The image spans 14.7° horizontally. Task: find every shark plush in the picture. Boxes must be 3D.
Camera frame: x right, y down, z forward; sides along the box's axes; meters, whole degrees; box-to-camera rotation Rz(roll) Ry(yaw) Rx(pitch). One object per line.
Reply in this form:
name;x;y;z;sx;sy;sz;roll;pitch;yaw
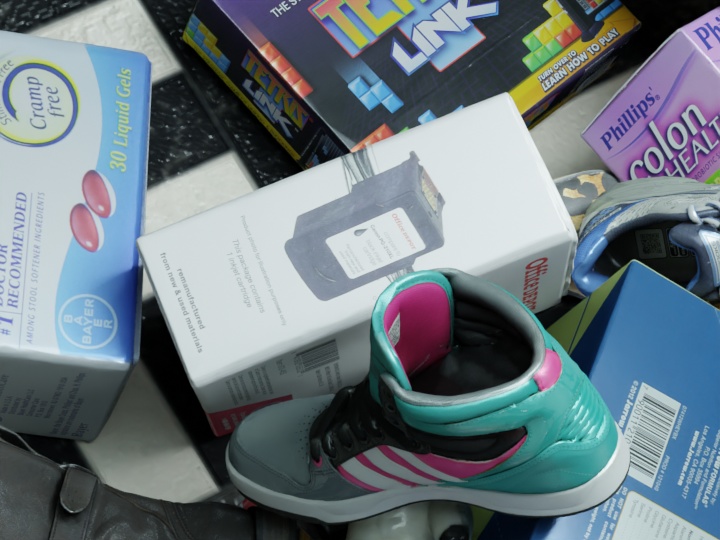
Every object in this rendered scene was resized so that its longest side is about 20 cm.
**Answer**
shark plush;0.024;0.104;1.427;0.091;0.083;0.200;4;41;10

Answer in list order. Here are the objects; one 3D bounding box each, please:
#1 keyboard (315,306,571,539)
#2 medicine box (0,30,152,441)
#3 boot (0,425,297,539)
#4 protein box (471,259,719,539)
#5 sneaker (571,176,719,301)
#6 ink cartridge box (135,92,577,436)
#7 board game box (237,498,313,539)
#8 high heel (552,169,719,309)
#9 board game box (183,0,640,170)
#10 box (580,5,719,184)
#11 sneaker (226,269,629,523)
keyboard;0.062;0.100;1.492;0.200;0.021;0.127;-21;73;-24
medicine box;-0.216;-0.024;1.419;0.200;0.103;0.182;8;63;-14
boot;-0.124;0.175;1.338;0.174;0.069;0.200;11;51;-10
protein box;0.162;0.143;1.417;0.200;0.135;0.199;30;58;-11
sneaker;0.198;-0.015;1.427;0.085;0.200;0.077;-39;111;-60
ink cartridge box;0.000;0.000;1.405;0.200;0.145;0.084;-21;77;-3
board game box;-0.073;0.219;1.385;0.126;0.035;0.200;43;61;5
high heel;0.147;0.019;1.523;0.200;0.071;0.143;-7;61;-30
board game box;0.030;-0.135;1.564;0.200;0.057;0.165;-39;82;-28
box;0.254;-0.056;1.546;0.200;0.097;0.176;48;39;9
sneaker;0.015;0.058;1.298;0.200;0.121;0.084;-3;45;23
